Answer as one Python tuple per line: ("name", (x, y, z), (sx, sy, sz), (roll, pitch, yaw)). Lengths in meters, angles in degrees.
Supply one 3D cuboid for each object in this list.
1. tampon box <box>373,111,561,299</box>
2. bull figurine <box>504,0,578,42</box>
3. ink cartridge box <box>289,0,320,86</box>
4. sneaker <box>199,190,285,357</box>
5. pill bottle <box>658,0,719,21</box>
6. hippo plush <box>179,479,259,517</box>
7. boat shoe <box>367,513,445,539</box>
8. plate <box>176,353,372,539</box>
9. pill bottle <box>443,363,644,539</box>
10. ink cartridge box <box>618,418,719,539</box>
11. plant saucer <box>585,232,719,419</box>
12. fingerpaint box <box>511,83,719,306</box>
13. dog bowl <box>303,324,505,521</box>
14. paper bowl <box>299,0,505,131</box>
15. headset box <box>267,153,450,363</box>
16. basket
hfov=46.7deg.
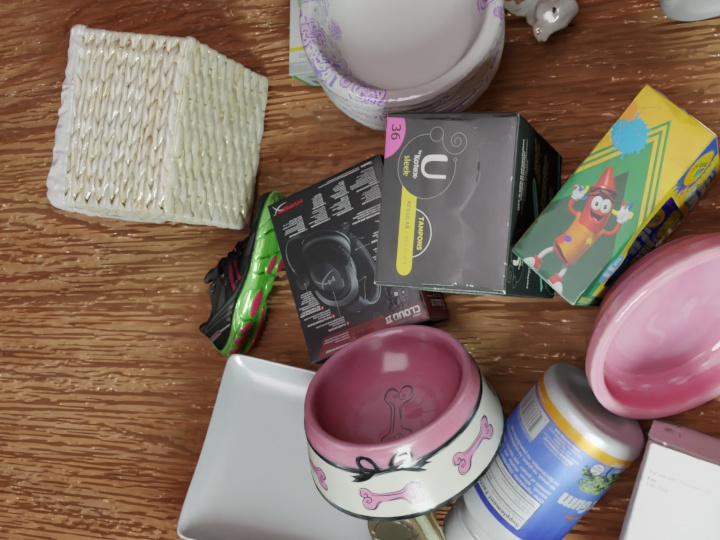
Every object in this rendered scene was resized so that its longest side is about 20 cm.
("tampon box", (0.108, -0.054, 0.790), (0.123, 0.199, 0.154), (4, 89, 24))
("bull figurine", (0.157, -0.325, 0.854), (0.119, 0.065, 0.205), (-7, 85, 26))
("ink cartridge box", (-0.022, -0.317, 0.939), (0.102, 0.059, 0.206), (1, 88, 25))
("sneaker", (-0.140, 0.000, 0.972), (0.082, 0.077, 0.204), (23, 96, 19))
("pill bottle", (0.310, -0.345, 0.758), (0.110, 0.112, 0.205), (-13, 83, 23))
("hippo plush", (-0.115, 0.297, 0.864), (0.195, 0.159, 0.165), (-9, 81, -4))
("boat shoe", (0.061, 0.273, 0.822), (0.070, 0.077, 0.203), (-4, 126, 15))
("plate", (-0.066, 0.197, 0.853), (0.195, 0.033, 0.203), (11, 56, 3))
("pill bottle", (0.166, 0.198, 0.794), (0.112, 0.111, 0.202), (42, 115, 20))
("ink cartridge box", (0.269, 0.247, 0.731), (0.084, 0.146, 0.205), (17, 95, 22))
("plant saucer", (0.282, 0.044, 0.727), (0.200, 0.199, 0.051), (-42, 40, 16))
("fingerpaint box", (0.233, -0.053, 0.732), (0.073, 0.199, 0.168), (43, 104, 20))
("dog bowl", (0.033, 0.132, 0.788), (0.196, 0.202, 0.075), (-6, 125, 24))
("paper bowl", (0.045, -0.235, 0.824), (0.196, 0.104, 0.206), (-4, 74, 13))
("headset box", (0.000, 0.000, 0.906), (0.146, 0.077, 0.204), (-22, 80, 22))
("basket", (-0.223, -0.151, 0.952), (0.157, 0.197, 0.205), (10, 91, 22))
